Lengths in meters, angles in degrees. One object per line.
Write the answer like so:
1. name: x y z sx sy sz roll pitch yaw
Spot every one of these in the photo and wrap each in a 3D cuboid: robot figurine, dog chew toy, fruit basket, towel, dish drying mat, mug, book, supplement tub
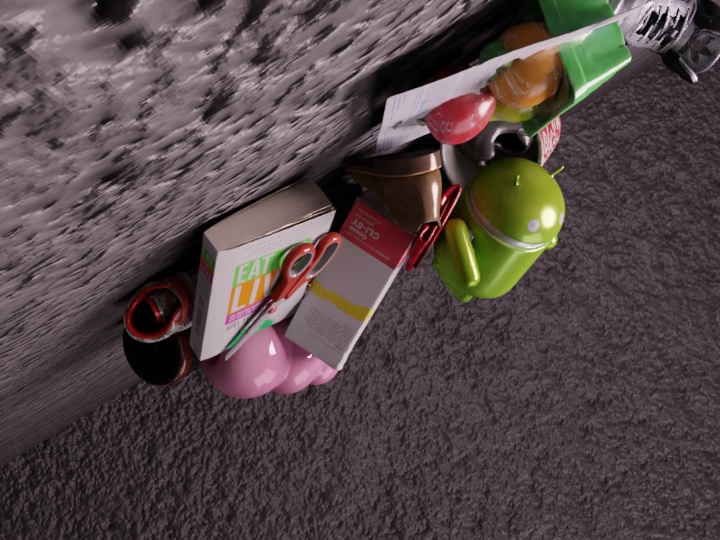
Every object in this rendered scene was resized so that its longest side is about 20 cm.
1. robot figurine: 0.159 -0.048 0.766 0.173 0.116 0.201 -19 153 -34
2. dog chew toy: -0.107 0.107 0.856 0.198 0.127 0.124 13 149 -39
3. fruit basket: 0.105 -0.158 0.541 0.196 0.095 0.185 -16 179 -1
4. towel: -0.072 -0.027 0.846 0.111 0.049 0.201 -33 166 -43
5. dish drying mat: 0.081 -0.044 0.764 0.078 0.018 0.200 -61 176 -7
6. mug: 0.221 -0.185 0.884 0.175 0.135 0.200 -18 -170 32
7. book: -0.111 0.006 0.683 0.133 0.048 0.201 -28 158 -32
8. supplement tub: -0.227 0.078 0.913 0.106 0.108 0.200 -31 179 27

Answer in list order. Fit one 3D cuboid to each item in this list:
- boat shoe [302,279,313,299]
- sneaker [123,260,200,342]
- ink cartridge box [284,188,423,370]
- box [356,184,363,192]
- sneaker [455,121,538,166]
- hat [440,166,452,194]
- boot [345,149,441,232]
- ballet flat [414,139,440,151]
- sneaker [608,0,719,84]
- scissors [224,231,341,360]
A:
1. boat shoe: -0.085 0.013 1.030 0.072 0.073 0.199 -32 -174 -38
2. sneaker: -0.168 0.017 0.728 0.199 0.068 0.108 -29 -178 4
3. ink cartridge box: 0.000 0.000 0.806 0.202 0.083 0.145 -61 177 23
4. box: -0.078 -0.054 0.990 0.198 0.038 0.137 -32 179 -2
5. sneaker: 0.177 -0.182 0.731 0.198 0.091 0.076 -33 171 -15
6. hat: 0.123 -0.109 0.935 0.081 0.200 0.201 -51 177 6
7. boot: 0.032 -0.084 0.679 0.072 0.077 0.200 -16 -165 -11
8. ballet flat: 0.154 -0.180 1.006 0.073 0.074 0.199 -31 180 38
9. sneaker: 0.279 -0.227 0.600 0.199 0.114 0.076 -34 162 -46
10. scissors: -0.084 0.032 0.703 0.073 0.014 0.201 -20 153 -49
